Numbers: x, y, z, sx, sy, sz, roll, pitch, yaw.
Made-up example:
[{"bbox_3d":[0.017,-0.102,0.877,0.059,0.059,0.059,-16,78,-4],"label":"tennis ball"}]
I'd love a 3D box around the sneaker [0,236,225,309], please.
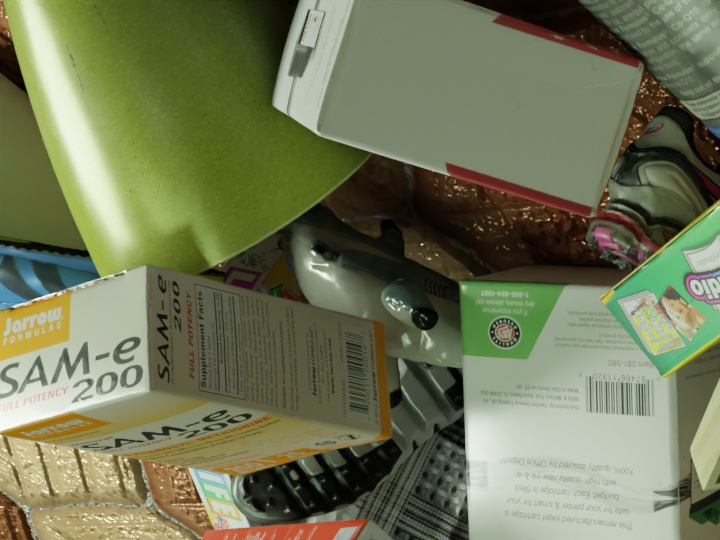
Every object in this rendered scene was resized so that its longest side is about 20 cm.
[{"bbox_3d":[-0.180,0.023,1.588,0.200,0.079,0.066,10,-175,-8],"label":"sneaker"}]

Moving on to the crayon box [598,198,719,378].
[{"bbox_3d":[0.231,-0.044,1.283,0.058,0.172,0.200,54,146,6],"label":"crayon box"}]

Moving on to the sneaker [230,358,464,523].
[{"bbox_3d":[0.001,0.099,1.652,0.067,0.200,0.090,56,159,2],"label":"sneaker"}]

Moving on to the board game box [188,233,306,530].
[{"bbox_3d":[-0.064,0.090,1.729,0.034,0.135,0.200,12,142,28],"label":"board game box"}]

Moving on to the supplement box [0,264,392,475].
[{"bbox_3d":[-0.093,0.060,1.491,0.126,0.074,0.200,-17,159,38],"label":"supplement box"}]

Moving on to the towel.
[{"bbox_3d":[0.060,0.183,1.721,0.192,0.200,0.035,29,-174,5],"label":"towel"}]

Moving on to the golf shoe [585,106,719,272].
[{"bbox_3d":[0.210,-0.014,1.430,0.200,0.092,0.073,31,171,-40],"label":"golf shoe"}]

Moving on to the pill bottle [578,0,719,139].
[{"bbox_3d":[0.150,-0.161,1.261,0.200,0.114,0.114,42,145,-15],"label":"pill bottle"}]

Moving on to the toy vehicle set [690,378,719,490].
[{"bbox_3d":[0.283,0.059,1.399,0.200,0.027,0.124,-8,147,-13],"label":"toy vehicle set"}]

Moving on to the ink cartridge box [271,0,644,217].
[{"bbox_3d":[0.043,-0.093,1.342,0.147,0.083,0.200,17,-175,-9],"label":"ink cartridge box"}]

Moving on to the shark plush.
[{"bbox_3d":[0.000,0.000,1.609,0.200,0.083,0.091,34,138,26],"label":"shark plush"}]

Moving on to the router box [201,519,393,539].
[{"bbox_3d":[0.009,0.232,1.619,0.200,0.049,0.179,44,151,-22],"label":"router box"}]

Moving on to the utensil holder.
[{"bbox_3d":[-0.223,-0.014,1.696,0.200,0.170,0.170,41,145,-10],"label":"utensil holder"}]

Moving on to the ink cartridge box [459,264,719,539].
[{"bbox_3d":[0.140,0.102,1.533,0.146,0.084,0.200,3,98,37],"label":"ink cartridge box"}]

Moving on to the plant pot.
[{"bbox_3d":[-0.114,-0.119,1.488,0.187,0.187,0.200,-14,113,47],"label":"plant pot"}]
